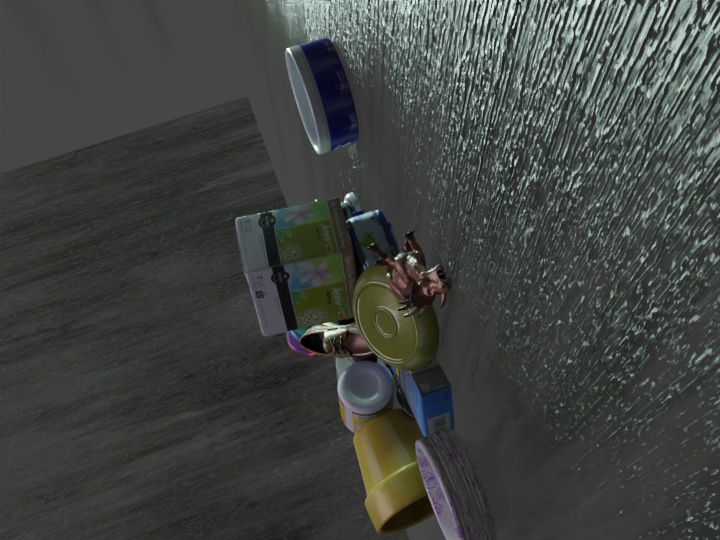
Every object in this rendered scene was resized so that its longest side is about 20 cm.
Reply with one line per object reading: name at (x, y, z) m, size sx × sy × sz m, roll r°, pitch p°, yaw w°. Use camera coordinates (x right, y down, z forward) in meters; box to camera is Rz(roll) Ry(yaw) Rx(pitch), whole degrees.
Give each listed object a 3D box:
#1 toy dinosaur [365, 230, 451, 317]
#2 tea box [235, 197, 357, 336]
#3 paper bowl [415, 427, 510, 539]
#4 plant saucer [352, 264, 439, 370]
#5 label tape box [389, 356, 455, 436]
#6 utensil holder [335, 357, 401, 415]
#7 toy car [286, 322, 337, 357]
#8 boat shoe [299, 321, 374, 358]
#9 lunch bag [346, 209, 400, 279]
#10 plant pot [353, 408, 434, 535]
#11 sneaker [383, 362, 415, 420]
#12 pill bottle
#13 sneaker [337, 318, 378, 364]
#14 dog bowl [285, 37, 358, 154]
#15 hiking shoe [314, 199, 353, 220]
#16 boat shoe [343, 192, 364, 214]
toy dinosaur at (0.079, 0.019, 1.336) m, size 0.136 × 0.085 × 0.200 m, roll 62°, pitch 177°, yaw 14°
tea box at (-0.110, -0.004, 1.580) m, size 0.201 × 0.195 × 0.134 m, roll 82°, pitch 174°, yaw -52°
paper bowl at (0.169, 0.350, 1.381) m, size 0.201 × 0.104 × 0.202 m, roll 162°, pitch 90°, yaw -83°
plant saucer at (0.051, 0.086, 1.490) m, size 0.199 × 0.031 × 0.201 m, roll 25°, pitch 128°, yaw 38°
label tape box at (0.108, 0.194, 1.604) m, size 0.145 × 0.063 × 0.201 m, roll 80°, pitch 168°, yaw -45°
utensil holder at (0.028, 0.253, 1.967) m, size 0.201 × 0.169 × 0.171 m, roll 83°, pitch 166°, yaw -50°
toy car at (-0.102, 0.136, 2.026) m, size 0.176 × 0.149 × 0.200 m, roll 58°, pitch -174°, yaw 21°
boat shoe at (-0.043, 0.148, 1.753) m, size 0.199 × 0.074 × 0.076 m, roll -2°, pitch 105°, yaw 44°
lunch bag at (0.023, -0.030, 1.611) m, size 0.200 × 0.082 × 0.162 m, roll 145°, pitch 106°, yaw -83°
plant pot at (0.080, 0.387, 1.698) m, size 0.190 × 0.200 × 0.201 m, roll 60°, pitch 168°, yaw 27°
sneaker at (0.108, 0.234, 1.760) m, size 0.080 × 0.073 × 0.201 m, roll 58°, pitch -173°, yaw -38°
pill bottle at (0.013, 0.273, 1.770) m, size 0.200 × 0.111 × 0.113 m, roll 87°, pitch 163°, yaw -61°
sneaker at (-0.018, 0.115, 1.817) m, size 0.088 × 0.073 × 0.201 m, roll 69°, pitch -176°, yaw -67°
dog bowl at (-0.071, -0.323, 1.597) m, size 0.200 × 0.078 × 0.202 m, roll 161°, pitch 90°, yaw -83°
hiking shoe at (-0.070, -0.042, 1.786) m, size 0.074 × 0.086 × 0.202 m, roll 3°, pitch 90°, yaw 59°
boat shoe at (-0.009, -0.063, 1.834) m, size 0.074 × 0.065 × 0.202 m, roll -158°, pitch 50°, yaw -81°
